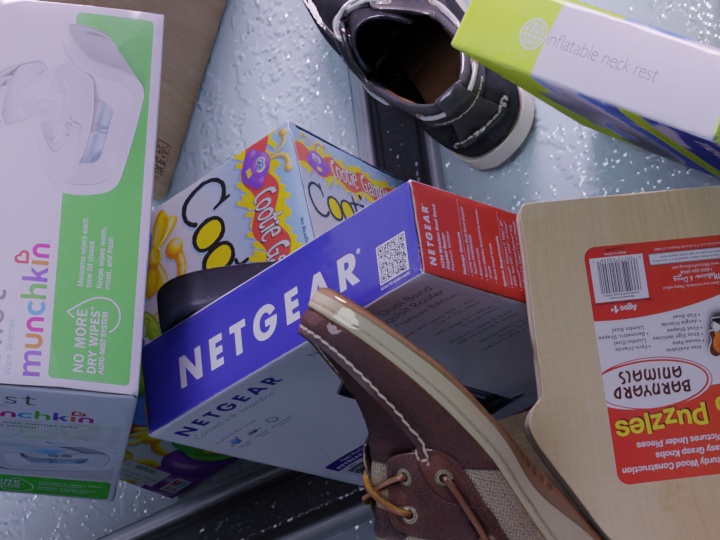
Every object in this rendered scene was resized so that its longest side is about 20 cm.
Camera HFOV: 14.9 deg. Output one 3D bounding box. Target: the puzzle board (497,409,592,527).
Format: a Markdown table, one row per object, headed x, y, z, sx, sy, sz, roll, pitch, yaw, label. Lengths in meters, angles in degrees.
| x | y | z | sx | sy | sz | roll | pitch | yaw | label |
| --- | --- | --- | --- | --- | --- | --- | --- | --- | --- |
| 0.124 | 0.119 | 1.272 | 0.199 | 0.017 | 0.151 | -18 | 51 | 2 | puzzle board |

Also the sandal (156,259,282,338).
| x | y | z | sx | sy | sz | roll | pitch | yaw | label |
| --- | --- | --- | --- | --- | --- | --- | --- | --- | --- |
| 0.000 | 0.000 | 1.342 | 0.199 | 0.076 | 0.043 | -4 | 65 | -7 | sandal |

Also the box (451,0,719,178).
| x | y | z | sx | sy | sz | roll | pitch | yaw | label |
| --- | --- | --- | --- | --- | --- | --- | --- | --- | --- |
| 0.153 | -0.081 | 1.317 | 0.200 | 0.122 | 0.048 | 25 | 89 | 44 | box |

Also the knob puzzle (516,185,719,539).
| x | y | z | sx | sy | sz | roll | pitch | yaw | label |
| --- | --- | --- | --- | --- | --- | --- | --- | --- | --- |
| 0.168 | 0.062 | 1.237 | 0.030 | 0.219 | 0.221 | 126 | 154 | -74 | knob puzzle |

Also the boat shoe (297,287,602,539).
| x | y | z | sx | sy | sz | roll | pitch | yaw | label |
| --- | --- | --- | --- | --- | --- | --- | --- | --- | --- |
| 0.034 | 0.095 | 1.205 | 0.072 | 0.200 | 0.072 | -44 | 17 | -6 | boat shoe |

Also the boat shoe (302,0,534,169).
| x | y | z | sx | sy | sz | roll | pitch | yaw | label |
| --- | --- | --- | --- | --- | --- | --- | --- | --- | --- |
| 0.018 | -0.132 | 1.495 | 0.072 | 0.067 | 0.200 | -53 | 46 | 13 | boat shoe |

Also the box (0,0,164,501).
| x | y | z | sx | sy | sz | roll | pitch | yaw | label |
| --- | --- | --- | --- | --- | --- | --- | --- | --- | --- |
| -0.156 | -0.008 | 1.365 | 0.177 | 0.096 | 0.201 | 113 | 161 | -66 | box |

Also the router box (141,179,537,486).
| x | y | z | sx | sy | sz | roll | pitch | yaw | label |
| --- | --- | --- | --- | --- | --- | --- | --- | --- | --- |
| 0.024 | 0.039 | 1.321 | 0.200 | 0.179 | 0.049 | -32 | 55 | 40 | router box |

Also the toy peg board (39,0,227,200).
| x | y | z | sx | sy | sz | roll | pitch | yaw | label |
| --- | --- | --- | --- | --- | --- | --- | --- | --- | --- |
| -0.165 | -0.167 | 1.562 | 0.097 | 0.200 | 0.200 | 13 | 81 | 25 | toy peg board |

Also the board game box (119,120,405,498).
| x | y | z | sx | sy | sz | roll | pitch | yaw | label |
| --- | --- | --- | --- | --- | --- | --- | --- | --- | --- |
| -0.071 | 0.025 | 1.480 | 0.200 | 0.105 | 0.103 | -32 | 54 | 28 | board game box |
